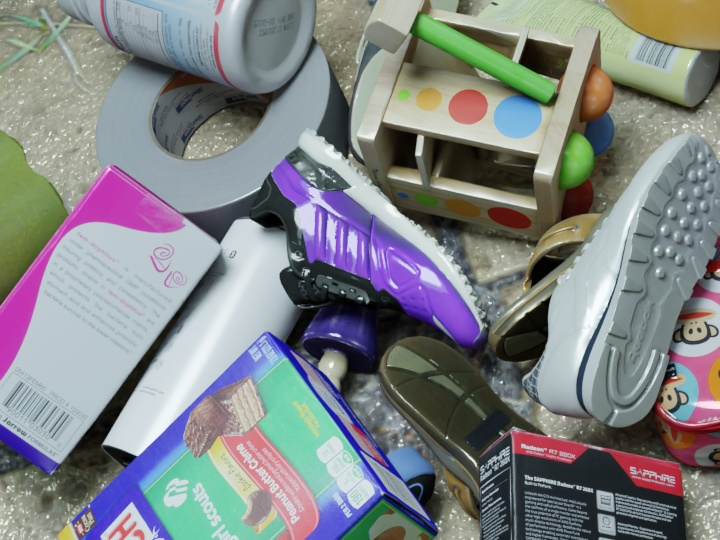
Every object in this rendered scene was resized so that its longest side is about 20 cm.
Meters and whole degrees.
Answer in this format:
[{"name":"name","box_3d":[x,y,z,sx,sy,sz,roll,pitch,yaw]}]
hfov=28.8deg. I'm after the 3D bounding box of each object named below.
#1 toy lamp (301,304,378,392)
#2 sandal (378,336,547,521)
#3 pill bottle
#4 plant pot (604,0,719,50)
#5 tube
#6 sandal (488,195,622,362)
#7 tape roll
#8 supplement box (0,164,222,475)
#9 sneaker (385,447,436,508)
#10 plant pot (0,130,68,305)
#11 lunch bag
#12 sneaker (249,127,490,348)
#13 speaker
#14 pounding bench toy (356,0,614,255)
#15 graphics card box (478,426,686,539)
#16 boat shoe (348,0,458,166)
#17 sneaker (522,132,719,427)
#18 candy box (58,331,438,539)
[{"name":"toy lamp","box_3d":[-0.031,0.105,0.982,0.058,0.058,0.200,6,62,22]},{"name":"sandal","box_3d":[0.081,0.131,0.919,0.200,0.055,0.082,45,51,14]},{"name":"pill bottle","box_3d":[-0.142,-0.214,1.103,0.200,0.109,0.109,22,69,29]},{"name":"plant pot","box_3d":[0.270,-0.292,1.014,0.200,0.183,0.200,-7,43,7]},{"name":"tube","box_3d":[0.181,-0.182,1.092,0.200,0.058,0.052,26,110,33]},{"name":"sandal","box_3d":[0.154,-0.012,0.976,0.054,0.080,0.200,35,72,30]},{"name":"tape roll","box_3d":[-0.111,-0.115,1.137,0.200,0.066,0.200,-8,58,13]},{"name":"supplement box","box_3d":[-0.199,0.031,1.013,0.101,0.103,0.200,38,90,-9]},{"name":"sneaker","box_3d":[-0.005,0.211,0.905,0.078,0.070,0.200,35,83,31]},{"name":"plant pot","box_3d":[-0.328,-0.011,1.093,0.190,0.200,0.200,-36,54,-19]},{"name":"lunch bag","box_3d":[0.282,0.031,0.909,0.200,0.082,0.176,-10,53,14]},{"name":"sneaker","box_3d":[0.000,0.000,0.979,0.100,0.070,0.200,-45,71,-2]},{"name":"speaker","box_3d":[-0.106,0.063,1.018,0.081,0.081,0.200,17,67,27]},{"name":"pounding bench toy","box_3d":[0.092,-0.117,0.972,0.156,0.200,0.124,14,70,16]},{"name":"graphics card box","box_3d":[0.135,0.203,0.831,0.125,0.051,0.200,14,57,-20]},{"name":"boat shoe","box_3d":[0.028,-0.169,1.125,0.063,0.071,0.200,-17,53,59]},{"name":"sneaker","box_3d":[0.166,0.000,0.892,0.080,0.076,0.200,8,67,57]},{"name":"candy box","box_3d":[-0.077,0.166,0.881,0.200,0.077,0.169,-45,44,4]}]
